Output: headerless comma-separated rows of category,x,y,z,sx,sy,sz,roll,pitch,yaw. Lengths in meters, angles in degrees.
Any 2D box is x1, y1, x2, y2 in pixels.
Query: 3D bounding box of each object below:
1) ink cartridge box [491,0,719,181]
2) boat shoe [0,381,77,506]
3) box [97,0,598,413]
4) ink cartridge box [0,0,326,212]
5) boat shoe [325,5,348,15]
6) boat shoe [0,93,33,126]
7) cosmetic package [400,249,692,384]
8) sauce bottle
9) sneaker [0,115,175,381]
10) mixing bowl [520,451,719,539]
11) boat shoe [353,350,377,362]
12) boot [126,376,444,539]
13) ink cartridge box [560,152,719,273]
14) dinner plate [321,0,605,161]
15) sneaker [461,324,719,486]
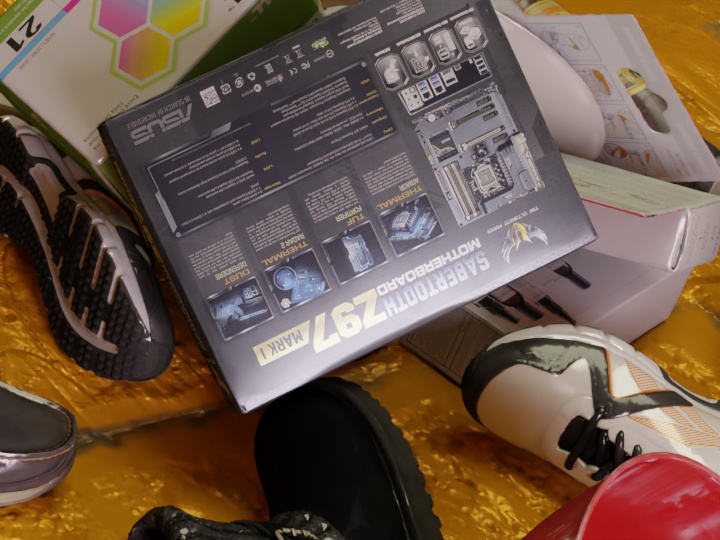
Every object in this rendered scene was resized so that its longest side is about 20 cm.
ink cartridge box,0.110,-0.121,1.560,0.200,0.160,0.047,5,58,35
boat shoe,-0.222,0.055,1.196,0.200,0.073,0.075,13,32,-19
box,-0.006,-0.043,1.272,0.200,0.158,0.051,-27,6,-8
ink cartridge box,-0.073,-0.092,1.317,0.200,0.148,0.076,40,-6,26
boat shoe,-0.063,-0.113,1.501,0.200,0.074,0.067,-17,30,-3
boat shoe,-0.171,-0.114,1.439,0.199,0.066,0.074,13,-5,38
cosmetic package,0.113,0.016,1.517,0.083,0.051,0.200,36,32,18
sauce bottle,0.170,-0.111,1.744,0.200,0.066,0.066,38,33,24
sneaker,-0.133,-0.016,1.372,0.080,0.074,0.200,4,36,-34
mixing bowl,0.109,0.189,1.145,0.200,0.108,0.200,24,57,-43
boat shoe,0.000,0.000,1.452,0.064,0.071,0.200,30,20,19
boot,-0.045,0.125,1.205,0.158,0.079,0.211,4,36,-30
ink cartridge box,0.089,-0.043,1.461,0.200,0.044,0.174,17,12,20
dinner plate,0.050,-0.106,1.562,0.200,0.200,0.024,25,65,2
sneaker,0.149,0.093,1.385,0.200,0.074,0.080,20,32,-6
